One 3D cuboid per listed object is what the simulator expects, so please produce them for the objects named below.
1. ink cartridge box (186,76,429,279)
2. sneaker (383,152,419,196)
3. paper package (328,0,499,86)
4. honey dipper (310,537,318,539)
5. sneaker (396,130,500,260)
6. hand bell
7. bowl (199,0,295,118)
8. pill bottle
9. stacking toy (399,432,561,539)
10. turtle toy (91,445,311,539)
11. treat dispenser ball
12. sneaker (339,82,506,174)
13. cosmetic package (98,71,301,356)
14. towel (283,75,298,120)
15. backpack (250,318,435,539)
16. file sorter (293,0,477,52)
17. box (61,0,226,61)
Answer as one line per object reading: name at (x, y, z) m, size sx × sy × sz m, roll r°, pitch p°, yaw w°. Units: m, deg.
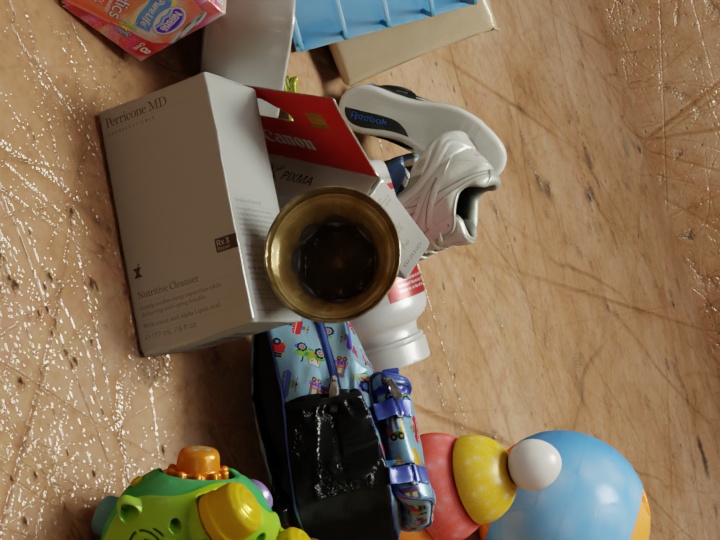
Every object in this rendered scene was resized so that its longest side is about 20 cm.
ink cartridge box at (-0.057, -0.081, 1.030) m, size 0.045 × 0.199 × 0.176 m, roll -54°, pitch 132°, yaw -19°
sneaker at (0.031, -0.082, 1.351) m, size 0.200 × 0.074 × 0.083 m, roll -25°, pitch 99°, yaw -64°
paper package at (0.033, -0.336, 1.359) m, size 0.104 × 0.190 × 0.201 m, roll -99°, pitch 167°, yaw -74°
honey dipper at (-0.049, 0.309, 0.925) m, size 0.038 × 0.038 × 0.201 m, roll 20°, pitch 75°, yaw -60°
sneaker at (0.072, -0.046, 1.276) m, size 0.099 × 0.200 × 0.078 m, roll 45°, pitch 19°, yaw 30°
hand bell at (-0.013, 0.005, 0.990) m, size 0.200 × 0.103 × 0.105 m, roll 63°, pitch 16°, yaw -79°
bowl at (-0.105, -0.238, 1.088) m, size 0.200 × 0.074 × 0.201 m, roll 109°, pitch -17°, yaw -61°
pill bottle at (0.000, 0.000, 1.188) m, size 0.112 × 0.112 × 0.201 m, roll -21°, pitch 94°, yaw -65°
stacking toy at (0.103, 0.210, 1.172) m, size 0.146 × 0.199 × 0.147 m, roll 41°, pitch 41°, yaw -49°
turtle toy at (-0.108, 0.196, 0.845) m, size 0.200 × 0.145 × 0.101 m, roll 48°, pitch 15°, yaw -45°
treat dispenser ball at (0.236, 0.288, 1.399) m, size 0.201 × 0.200 × 0.202 m, roll 42°, pitch 39°, yaw -48°
sneaker at (0.080, -0.169, 1.380) m, size 0.112 × 0.199 × 0.073 m, roll -48°, pitch 161°, yaw -72°
cosmetic package at (-0.128, -0.043, 0.954) m, size 0.081 × 0.112 × 0.201 m, roll 2°, pitch 72°, yaw -64°
towel at (-0.056, -0.136, 1.163) m, size 0.200 × 0.018 × 0.087 m, roll -112°, pitch -170°, yaw -88°
backpack at (-0.022, 0.126, 1.015) m, size 0.183 × 0.134 × 0.201 m, roll 83°, pitch -5°, yaw -64°
file sorter at (0.012, -0.316, 1.245) m, size 0.123 × 0.199 × 0.140 m, roll -104°, pitch 179°, yaw -75°
box at (-0.176, -0.294, 1.009) m, size 0.095 × 0.102 × 0.201 m, roll 34°, pitch 44°, yaw -45°
